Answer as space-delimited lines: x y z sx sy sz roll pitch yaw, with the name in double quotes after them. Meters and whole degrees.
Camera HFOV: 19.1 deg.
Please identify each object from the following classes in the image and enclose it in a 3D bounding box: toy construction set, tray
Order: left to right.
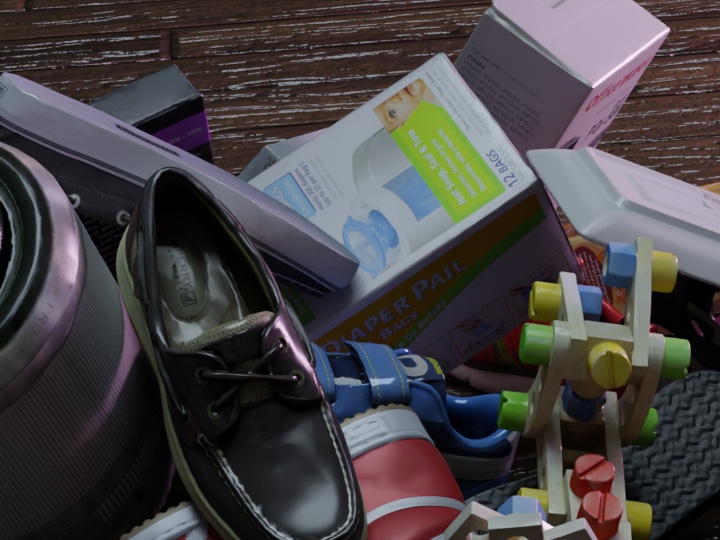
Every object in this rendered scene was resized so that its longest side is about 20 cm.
0.093 0.090 0.903 0.092 0.132 0.200 17 39 7 "toy construction set"
0.184 -0.016 1.063 0.199 0.022 0.107 19 19 -19 "tray"

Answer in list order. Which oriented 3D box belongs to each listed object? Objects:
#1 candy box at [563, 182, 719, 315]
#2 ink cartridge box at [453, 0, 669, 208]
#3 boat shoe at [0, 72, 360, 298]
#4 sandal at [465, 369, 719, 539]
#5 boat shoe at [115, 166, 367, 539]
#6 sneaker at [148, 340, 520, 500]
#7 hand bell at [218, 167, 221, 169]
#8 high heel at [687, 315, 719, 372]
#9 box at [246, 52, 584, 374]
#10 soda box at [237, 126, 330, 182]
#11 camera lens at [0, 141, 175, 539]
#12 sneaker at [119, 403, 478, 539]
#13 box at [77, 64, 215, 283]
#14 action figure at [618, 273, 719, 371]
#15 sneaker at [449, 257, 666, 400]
0.192 -0.015 1.270 0.115 0.056 0.199 -23 8 -42 "candy box"
0.091 -0.080 1.329 0.083 0.200 0.147 37 33 10 "ink cartridge box"
-0.099 -0.025 1.040 0.199 0.067 0.070 25 7 -15 "boat shoe"
0.108 0.121 1.000 0.200 0.048 0.075 -29 65 -17 "sandal"
-0.057 0.042 0.926 0.073 0.065 0.200 -23 61 -16 "boat shoe"
-0.009 0.064 1.025 0.199 0.082 0.074 24 22 -28 "sneaker"
-0.108 0.024 1.294 0.103 0.105 0.200 -6 32 -5 "hand bell"
0.243 0.026 1.211 0.199 0.068 0.096 -9 31 -29 "high heel"
0.000 0.000 1.131 0.199 0.101 0.113 -33 53 -1 "box"
-0.026 -0.046 1.372 0.068 0.064 0.200 44 17 6 "soda box"
-0.181 0.046 0.990 0.159 0.200 0.161 -7 56 11 "camera lens"
-0.036 0.151 0.935 0.199 0.071 0.113 -31 56 -6 "sneaker"
-0.140 -0.002 1.143 0.142 0.201 0.036 -27 50 -18 "box"
0.224 0.069 1.075 0.199 0.102 0.119 33 18 12 "action figure"
0.106 0.028 1.216 0.077 0.085 0.200 -17 24 -33 "sneaker"
